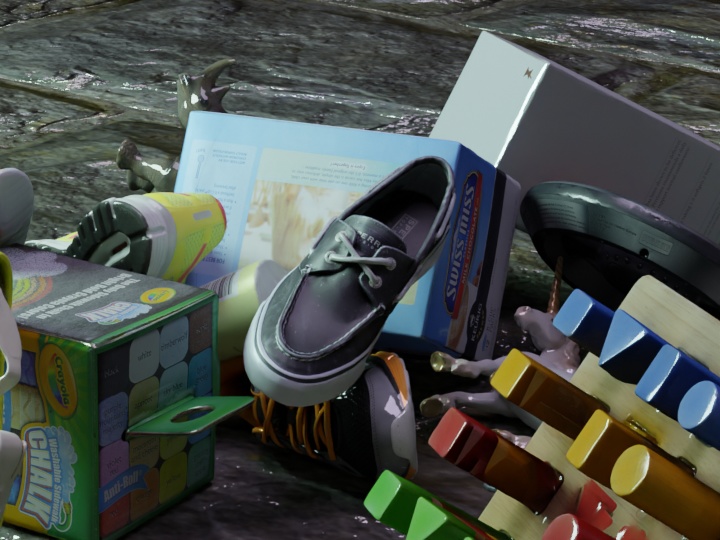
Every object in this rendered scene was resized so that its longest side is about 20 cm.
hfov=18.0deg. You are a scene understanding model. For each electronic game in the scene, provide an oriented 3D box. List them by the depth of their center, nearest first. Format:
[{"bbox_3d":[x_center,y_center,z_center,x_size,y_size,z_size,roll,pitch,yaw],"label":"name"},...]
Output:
[{"bbox_3d":[0.196,0.000,1.520,0.200,0.042,0.200,29,-12,7],"label":"electronic game"}]

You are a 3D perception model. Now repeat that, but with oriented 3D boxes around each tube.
[{"bbox_3d":[-0.129,0.048,1.422,0.200,0.052,0.058,-21,-34,26],"label":"tube"}]

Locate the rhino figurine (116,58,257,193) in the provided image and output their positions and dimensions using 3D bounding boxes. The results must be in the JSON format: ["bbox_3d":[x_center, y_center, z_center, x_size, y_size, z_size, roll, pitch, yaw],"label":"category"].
[{"bbox_3d":[-0.129,-0.057,1.608,0.087,0.200,0.060,25,2,14],"label":"rhino figurine"}]

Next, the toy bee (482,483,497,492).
[{"bbox_3d":[0.163,0.111,1.207,0.200,0.109,0.131,28,0,21],"label":"toy bee"}]

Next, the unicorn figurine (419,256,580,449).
[{"bbox_3d":[0.112,0.072,1.431,0.137,0.074,0.200,1,30,-33],"label":"unicorn figurine"}]

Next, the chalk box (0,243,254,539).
[{"bbox_3d":[-0.158,0.073,1.306,0.200,0.124,0.124,14,21,29],"label":"chalk box"}]

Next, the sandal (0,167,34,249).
[{"bbox_3d":[-0.257,0.000,1.410,0.059,0.207,0.079,43,53,15],"label":"sandal"}]

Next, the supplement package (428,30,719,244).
[{"bbox_3d":[0.164,-0.075,1.666,0.200,0.117,0.117,24,9,-26],"label":"supplement package"}]

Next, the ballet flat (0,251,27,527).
[{"bbox_3d":[-0.207,0.078,1.195,0.067,0.201,0.067,-15,-26,25],"label":"ballet flat"}]

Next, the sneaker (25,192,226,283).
[{"bbox_3d":[-0.151,-0.001,1.454,0.090,0.078,0.200,-20,-1,-37],"label":"sneaker"}]

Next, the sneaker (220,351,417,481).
[{"bbox_3d":[-0.026,0.085,1.366,0.077,0.079,0.200,-7,10,-25],"label":"sneaker"}]

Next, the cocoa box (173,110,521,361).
[{"bbox_3d":[-0.014,-0.020,1.507,0.199,0.134,0.131,8,-8,23],"label":"cocoa box"}]

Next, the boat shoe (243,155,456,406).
[{"bbox_3d":[0.000,0.000,1.326,0.072,0.068,0.200,33,45,12],"label":"boat shoe"}]

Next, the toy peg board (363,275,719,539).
[{"bbox_3d":[0.106,0.100,1.096,0.098,0.199,0.200,31,4,-28],"label":"toy peg board"}]
